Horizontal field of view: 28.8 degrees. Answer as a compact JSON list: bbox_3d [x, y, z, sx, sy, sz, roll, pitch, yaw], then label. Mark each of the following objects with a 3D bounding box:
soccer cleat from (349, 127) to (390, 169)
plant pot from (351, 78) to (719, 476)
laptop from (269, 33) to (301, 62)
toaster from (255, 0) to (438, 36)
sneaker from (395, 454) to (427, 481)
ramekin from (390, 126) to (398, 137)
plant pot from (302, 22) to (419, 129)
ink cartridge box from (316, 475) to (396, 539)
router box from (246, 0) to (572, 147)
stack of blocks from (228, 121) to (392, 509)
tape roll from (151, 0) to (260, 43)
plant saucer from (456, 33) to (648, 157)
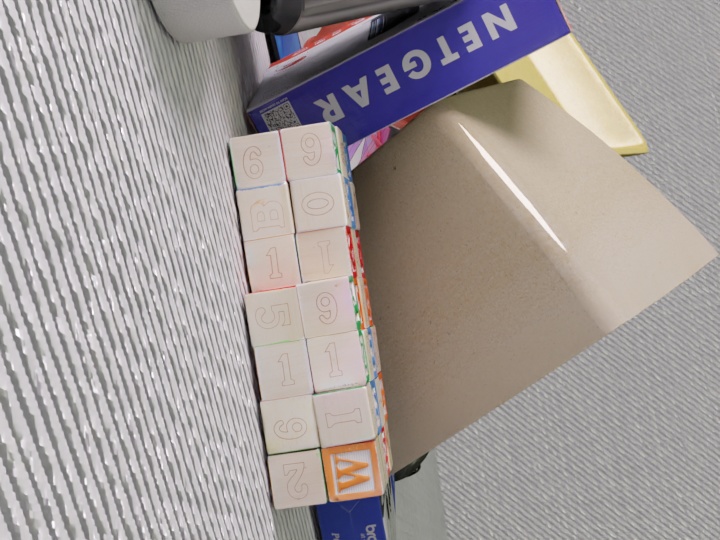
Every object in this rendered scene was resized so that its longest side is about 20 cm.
[{"bbox_3d":[-0.004,-0.083,1.189,0.067,0.076,0.201,37,44,-84],"label":"soccer cleat"},{"bbox_3d":[0.082,-0.012,0.926,0.177,0.200,0.200,57,33,7],"label":"plant pot"},{"bbox_3d":[-0.021,-0.240,1.078,0.103,0.200,0.177,39,18,-16],"label":"laptop"},{"bbox_3d":[-0.005,-0.203,0.813,0.200,0.129,0.114,-159,-123,-78],"label":"toaster"},{"bbox_3d":[0.036,0.160,1.312,0.200,0.076,0.091,-72,161,-74],"label":"sneaker"},{"bbox_3d":[0.127,-0.104,1.396,0.094,0.201,0.203,84,1,-47],"label":"ramekin"},{"bbox_3d":[0.078,-0.242,1.272,0.196,0.200,0.201,-61,-168,23],"label":"plant pot"},{"bbox_3d":[-0.002,0.140,0.981,0.200,0.044,0.094,-90,171,-69],"label":"ink cartridge box"},{"bbox_3d":[0.031,-0.145,0.917,0.049,0.199,0.180,61,9,-15],"label":"router box"},{"bbox_3d":[-0.027,0.022,0.785,0.115,0.058,0.201,5,77,-85],"label":"stack of blocks"},{"bbox_3d":[-0.083,-0.206,0.643,0.203,0.037,0.204,-8,90,-87],"label":"tape roll"},{"bbox_3d":[0.120,-0.156,1.094,0.200,0.048,0.200,-10,64,-57],"label":"plant saucer"}]
